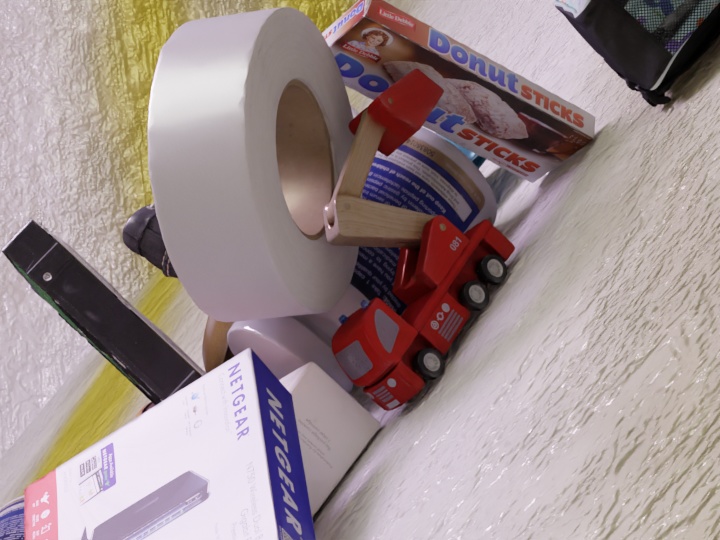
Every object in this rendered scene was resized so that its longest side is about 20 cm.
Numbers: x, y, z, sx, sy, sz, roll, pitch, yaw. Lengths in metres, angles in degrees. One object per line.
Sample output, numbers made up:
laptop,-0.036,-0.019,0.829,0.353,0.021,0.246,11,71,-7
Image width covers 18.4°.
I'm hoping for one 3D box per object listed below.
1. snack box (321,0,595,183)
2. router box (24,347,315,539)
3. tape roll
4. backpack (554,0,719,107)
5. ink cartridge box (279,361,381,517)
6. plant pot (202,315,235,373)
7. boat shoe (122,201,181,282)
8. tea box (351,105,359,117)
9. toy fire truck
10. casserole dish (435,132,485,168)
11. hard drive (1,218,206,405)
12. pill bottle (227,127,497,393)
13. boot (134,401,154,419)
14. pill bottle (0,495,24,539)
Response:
snack box,0.065,-0.124,1.547,0.072,0.199,0.024,-35,38,46
router box,-0.116,0.162,1.330,0.179,0.049,0.200,-33,32,12
tape roll,-0.065,-0.068,1.456,0.070,0.203,0.203,-7,26,20
backpack,0.214,-0.231,1.472,0.200,0.151,0.178,-42,8,7
ink cartridge box,-0.085,0.163,1.451,0.200,0.067,0.116,-51,9,-27
plant pot,-0.072,0.000,1.662,0.200,0.027,0.201,23,-90,-82
boat shoe,-0.111,-0.052,1.552,0.200,0.062,0.073,-61,-10,-64
tea box,-0.096,-0.138,2.627,0.197,0.134,0.200,-48,9,6
toy fire truck,0.025,-0.021,1.466,0.200,0.141,0.049,-54,10,-34
casserole dish,0.057,-0.071,1.756,0.121,0.039,0.200,-44,-6,-34
hard drive,-0.165,0.053,1.599,0.038,0.200,0.140,-47,-11,-9
pill bottle,0.000,0.000,1.586,0.200,0.116,0.116,-52,9,-24
boot,-0.112,0.118,1.871,0.166,0.072,0.200,-34,10,11
pill bottle,-0.266,0.260,1.784,0.111,0.111,0.200,-47,8,9
